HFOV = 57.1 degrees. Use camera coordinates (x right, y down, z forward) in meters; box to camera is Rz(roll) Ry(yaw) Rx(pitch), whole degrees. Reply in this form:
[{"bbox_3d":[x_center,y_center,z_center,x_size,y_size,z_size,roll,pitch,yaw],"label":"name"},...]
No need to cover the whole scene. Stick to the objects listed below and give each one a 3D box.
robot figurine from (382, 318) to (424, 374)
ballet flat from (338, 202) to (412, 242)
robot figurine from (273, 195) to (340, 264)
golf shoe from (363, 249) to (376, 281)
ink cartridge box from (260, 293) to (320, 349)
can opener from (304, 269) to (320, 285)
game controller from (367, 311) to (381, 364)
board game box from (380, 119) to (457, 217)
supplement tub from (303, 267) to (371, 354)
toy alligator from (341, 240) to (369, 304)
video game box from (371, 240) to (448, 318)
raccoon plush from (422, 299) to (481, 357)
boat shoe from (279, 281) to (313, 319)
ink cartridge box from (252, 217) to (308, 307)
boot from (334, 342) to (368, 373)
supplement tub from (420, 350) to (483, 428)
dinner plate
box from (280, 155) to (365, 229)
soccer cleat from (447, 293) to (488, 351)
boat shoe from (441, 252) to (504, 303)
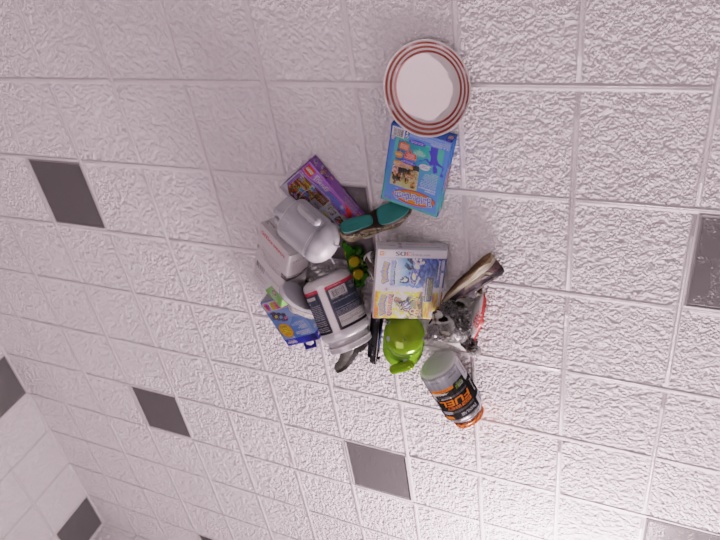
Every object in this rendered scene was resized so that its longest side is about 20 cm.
[{"bbox_3d":[0.117,0.193,1.803,0.112,0.180,0.201,-1,153,0],"label":"robot figurine"},{"bbox_3d":[0.043,-0.118,1.652,0.196,0.069,0.075,-19,149,13],"label":"ballet flat"},{"bbox_3d":[-0.132,-0.099,1.670,0.199,0.113,0.171,39,156,14],"label":"robot figurine"},{"bbox_3d":[0.081,0.022,1.757,0.094,0.078,0.202,3,132,55],"label":"golf shoe"},{"bbox_3d":[-0.190,0.143,1.987,0.134,0.077,0.202,-16,117,36],"label":"ink cartridge box"},{"bbox_3d":[-0.086,0.057,1.883,0.196,0.066,0.054,26,94,7],"label":"can opener"},{"bbox_3d":[0.050,0.164,1.848,0.041,0.105,0.203,15,131,12],"label":"game controller"},{"bbox_3d":[0.132,-0.238,1.533,0.149,0.045,0.203,20,131,13],"label":"board game box"},{"bbox_3d":[-0.060,0.109,1.786,0.138,0.139,0.204,-19,94,38],"label":"supplement tub"},{"bbox_3d":[0.000,0.000,1.788,0.053,0.059,0.204,-22,120,-6],"label":"toy alligator"},{"bbox_3d":[0.122,0.026,1.673,0.177,0.047,0.205,2,118,-3],"label":"video game box"},{"bbox_3d":[0.237,0.169,1.636,0.200,0.135,0.096,46,131,-12],"label":"raccoon plush"},{"bbox_3d":[-0.168,0.089,1.826,0.065,0.074,0.199,-24,153,25],"label":"boat shoe"},{"bbox_3d":[-0.219,-0.026,1.829,0.146,0.083,0.203,45,139,27],"label":"ink cartridge box"},{"bbox_3d":[-0.054,0.207,1.976,0.130,0.068,0.201,40,126,2],"label":"boot"},{"bbox_3d":[0.261,0.335,1.852,0.121,0.123,0.202,-18,115,37],"label":"supplement tub"},{"bbox_3d":[0.142,-0.387,1.411,0.196,0.024,0.205,12,119,22],"label":"dinner plate"},{"bbox_3d":[-0.098,-0.180,1.709,0.136,0.039,0.201,-30,107,41],"label":"box"},{"bbox_3d":[0.279,0.135,1.725,0.083,0.069,0.203,13,136,5],"label":"soccer cleat"},{"bbox_3d":[0.278,0.038,1.649,0.065,0.072,0.200,42,127,-1],"label":"boat shoe"}]
